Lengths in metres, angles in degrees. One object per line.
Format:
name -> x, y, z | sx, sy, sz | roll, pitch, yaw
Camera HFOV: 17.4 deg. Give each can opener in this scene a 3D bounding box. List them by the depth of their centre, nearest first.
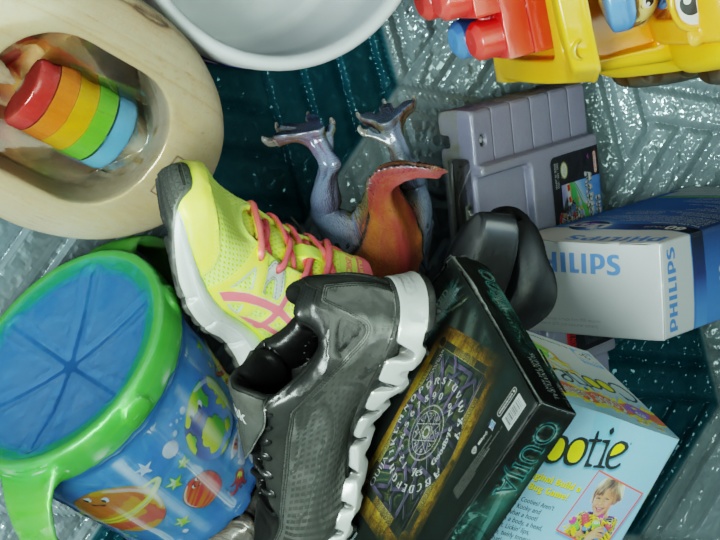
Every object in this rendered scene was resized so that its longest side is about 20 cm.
can opener -> 0.051, 0.055, 1.343 | 0.078, 0.063, 0.201 | 12, 110, -29

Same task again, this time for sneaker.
sneaker -> -0.035, 0.082, 1.225 | 0.090, 0.067, 0.201 | 12, 114, -25
sneaker -> -0.042, 0.002, 1.250 | 0.090, 0.079, 0.200 | -22, 139, 11

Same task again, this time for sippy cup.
sippy cup -> -0.122, 0.080, 1.259 | 0.178, 0.139, 0.130 | -49, 130, -5

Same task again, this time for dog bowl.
dog bowl -> -0.061, -0.211, 1.286 | 0.199, 0.079, 0.202 | -4, 98, -33

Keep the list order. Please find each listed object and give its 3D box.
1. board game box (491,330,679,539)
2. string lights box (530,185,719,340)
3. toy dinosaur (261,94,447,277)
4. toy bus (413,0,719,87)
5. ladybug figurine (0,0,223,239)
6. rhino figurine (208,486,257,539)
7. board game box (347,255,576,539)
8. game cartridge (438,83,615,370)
board game box -> 0.066, 0.140, 1.292 | 0.104, 0.103, 0.201 | 20, 106, -34
string lights box -> 0.192, -0.008, 1.423 | 0.199, 0.102, 0.060 | -16, 105, -49
toy dinosaur -> 0.000, 0.000, 1.313 | 0.104, 0.200, 0.183 | -14, 113, -2
toy bus -> 0.137, -0.164, 1.355 | 0.190, 0.200, 0.137 | -15, 101, -22
ladybug figurine -> -0.157, -0.091, 1.231 | 0.199, 0.072, 0.136 | 32, 101, -38
rhino figurine -> -0.110, 0.198, 1.293 | 0.060, 0.087, 0.201 | 33, 82, -15
board game box -> 0.028, 0.108, 1.237 | 0.028, 0.136, 0.201 | 19, 115, -30
game cartridge -> 0.104, -0.006, 1.420 | 0.129, 0.038, 0.202 | -17, 104, -46
